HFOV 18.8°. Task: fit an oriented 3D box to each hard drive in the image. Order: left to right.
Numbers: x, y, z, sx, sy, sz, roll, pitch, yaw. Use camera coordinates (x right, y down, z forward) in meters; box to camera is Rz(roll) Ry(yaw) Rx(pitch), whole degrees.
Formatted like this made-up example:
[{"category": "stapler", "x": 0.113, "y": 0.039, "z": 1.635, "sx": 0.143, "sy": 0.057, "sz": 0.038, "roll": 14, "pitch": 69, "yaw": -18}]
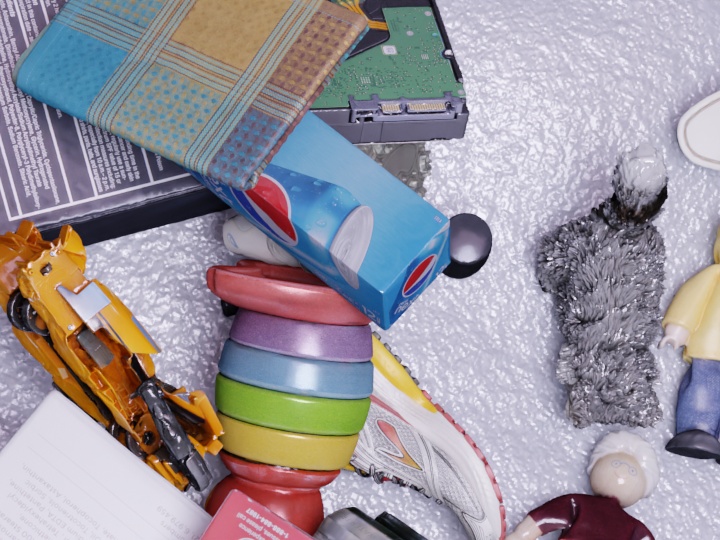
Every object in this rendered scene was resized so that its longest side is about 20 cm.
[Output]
[{"category": "hard drive", "x": -0.011, "y": -0.166, "z": 1.539, "sx": 0.139, "sy": 0.038, "sz": 0.201, "roll": -4, "pitch": 45, "yaw": -13}]

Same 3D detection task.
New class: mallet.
[{"category": "mallet", "x": 0.000, "y": 0.000, "z": 1.544, "sx": 0.199, "sy": 0.066, "sz": 0.041, "roll": -13, "pitch": 80, "yaw": -14}]

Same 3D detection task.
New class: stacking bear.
[{"category": "stacking bear", "x": -0.053, "y": 0.103, "z": 1.453, "sx": 0.113, "sy": 0.121, "sz": 0.201, "roll": 10, "pitch": 95, "yaw": 11}]

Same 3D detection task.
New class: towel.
[{"category": "towel", "x": -0.111, "y": -0.139, "z": 1.391, "sx": 0.199, "sy": 0.022, "sz": 0.147, "roll": 26, "pitch": 70, "yaw": 28}]

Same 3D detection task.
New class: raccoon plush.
[{"category": "raccoon plush", "x": 0.172, "y": 0.023, "z": 1.516, "sx": 0.096, "sy": 0.200, "sz": 0.135, "roll": -5, "pitch": 58, "yaw": 4}]

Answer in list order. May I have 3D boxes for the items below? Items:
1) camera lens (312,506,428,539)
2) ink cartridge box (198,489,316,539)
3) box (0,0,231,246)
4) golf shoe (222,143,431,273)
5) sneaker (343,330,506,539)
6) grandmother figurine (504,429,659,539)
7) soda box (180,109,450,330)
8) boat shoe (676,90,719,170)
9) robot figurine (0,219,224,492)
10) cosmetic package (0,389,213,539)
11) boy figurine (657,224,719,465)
[{"category": "camera lens", "x": 0.001, "y": 0.266, "z": 1.401, "sx": 0.160, "sy": 0.160, "sz": 0.200, "roll": 35, "pitch": 84, "yaw": -3}, {"category": "ink cartridge box", "x": -0.062, "y": 0.256, "z": 1.290, "sx": 0.146, "sy": 0.083, "sz": 0.201, "roll": 30, "pitch": 84, "yaw": 28}, {"category": "box", "x": -0.188, "y": -0.124, "z": 1.499, "sx": 0.197, "sy": 0.123, "sz": 0.201, "roll": -15, "pitch": 84, "yaw": -13}, {"category": "golf shoe", "x": -0.023, "y": -0.062, "z": 1.532, "sx": 0.200, "sy": 0.097, "sz": 0.079, "roll": -36, "pitch": 119, "yaw": -53}, {"category": "sneaker", "x": 0.025, "y": 0.125, "z": 1.527, "sx": 0.082, "sy": 0.078, "sz": 0.200, "roll": -42, "pitch": 81, "yaw": -10}, {"category": "grandmother figurine", "x": 0.162, "y": 0.201, "z": 1.522, "sx": 0.121, "sy": 0.061, "sz": 0.201, "roll": 29, "pitch": 60, "yaw": -7}, {"category": "soda box", "x": -0.037, "y": -0.054, "z": 1.393, "sx": 0.200, "sy": 0.064, "sz": 0.068, "roll": 38, "pitch": 73, "yaw": 18}, {"category": "boat shoe", "x": 0.328, "y": -0.121, "z": 1.639, "sx": 0.199, "sy": 0.062, "sz": 0.075, "roll": -19, "pitch": 99, "yaw": -6}, {"category": "robot figurine", "x": -0.161, "y": 0.060, "z": 1.398, "sx": 0.058, "sy": 0.145, "sz": 0.200, "roll": -44, "pitch": 113, "yaw": -19}, {"category": "cosmetic package", "x": -0.203, "y": 0.213, "z": 1.404, "sx": 0.166, "sy": 0.167, "sz": 0.200, "roll": 39, "pitch": 73, "yaw": -2}, {"category": "boy figurine", "x": 0.283, "y": 0.044, "z": 1.598, "sx": 0.124, "sy": 0.064, "sz": 0.201, "roll": 16, "pitch": 79, "yaw": -6}]
